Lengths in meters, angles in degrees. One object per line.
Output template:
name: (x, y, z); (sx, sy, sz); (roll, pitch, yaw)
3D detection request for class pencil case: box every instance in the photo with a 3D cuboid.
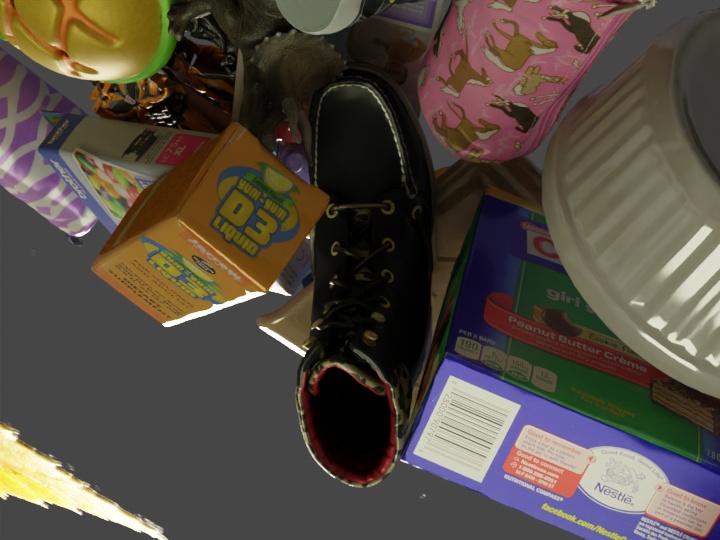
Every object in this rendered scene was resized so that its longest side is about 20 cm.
pencil case: (-0.255, -0.109, 1.068); (0.200, 0.084, 0.086); (41, -174, -28)
pencil case: (0.091, -0.132, 0.756); (0.082, 0.087, 0.200); (12, 155, -11)

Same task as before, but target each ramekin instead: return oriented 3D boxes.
ramekin: (0.199, -0.041, 0.727); (0.201, 0.203, 0.094); (26, 141, -5)

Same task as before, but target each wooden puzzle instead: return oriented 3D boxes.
wooden puzzle: (0.054, 0.006, 0.963); (0.200, 0.046, 0.185); (-36, 140, 15)

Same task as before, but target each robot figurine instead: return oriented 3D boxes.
robot figurine: (-0.090, -0.102, 0.968); (0.199, 0.058, 0.145); (28, 147, -10)

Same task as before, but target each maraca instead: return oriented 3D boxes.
maraca: (-0.178, -0.177, 0.858); (0.199, 0.107, 0.138); (18, 128, 37)

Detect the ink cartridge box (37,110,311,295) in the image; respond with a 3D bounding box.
ink cartridge box: (-0.132, -0.047, 0.974); (0.199, 0.042, 0.119); (15, 151, 44)

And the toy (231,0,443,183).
toy: (-0.023, -0.096, 0.875); (0.114, 0.047, 0.201); (14, 131, 3)

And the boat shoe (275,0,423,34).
boat shoe: (0.017, -0.211, 0.698); (0.071, 0.091, 0.201); (39, 132, 26)

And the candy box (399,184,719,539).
candy box: (0.122, 0.054, 0.803); (0.168, 0.200, 0.077); (23, 118, -1)

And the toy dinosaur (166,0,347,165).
toy dinosaur: (-0.048, -0.166, 0.783); (0.102, 0.077, 0.201); (14, 108, 27)

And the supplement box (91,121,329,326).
supplement box: (-0.090, -0.020, 0.822); (0.066, 0.069, 0.200); (38, 159, -13)

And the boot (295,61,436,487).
boot: (0.002, 0.001, 0.805); (0.073, 0.154, 0.205); (-3, 111, 9)
